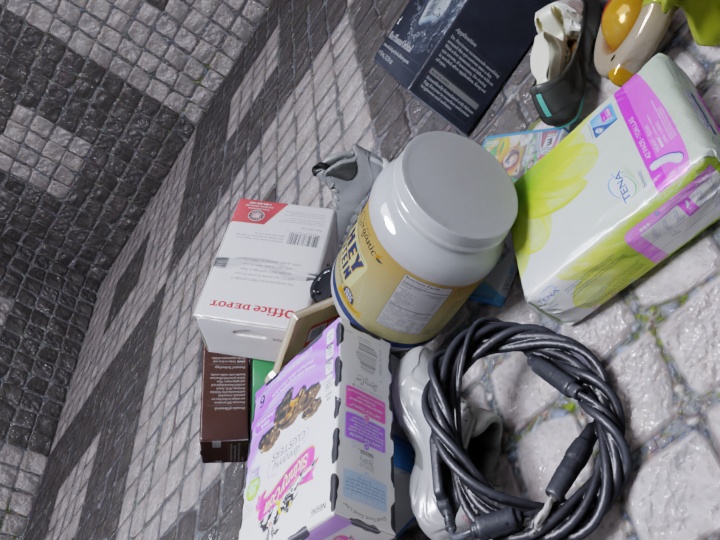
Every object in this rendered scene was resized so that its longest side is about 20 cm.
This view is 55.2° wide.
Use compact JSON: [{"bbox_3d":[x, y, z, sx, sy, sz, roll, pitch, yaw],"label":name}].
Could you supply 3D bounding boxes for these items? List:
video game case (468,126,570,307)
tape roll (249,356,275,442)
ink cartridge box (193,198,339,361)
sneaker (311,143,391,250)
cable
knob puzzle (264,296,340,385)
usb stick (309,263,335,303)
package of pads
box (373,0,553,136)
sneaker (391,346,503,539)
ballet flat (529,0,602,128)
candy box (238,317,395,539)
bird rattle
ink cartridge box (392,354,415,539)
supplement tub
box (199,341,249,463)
[{"bbox_3d":[0.152,-0.064,0.786,0.142,0.018,0.205,11,76,63],"label":"video game case"},{"bbox_3d":[-0.133,0.165,0.973,0.200,0.047,0.208,-179,90,-80],"label":"tape roll"},{"bbox_3d":[-0.116,0.013,0.908,0.084,0.142,0.204,86,-166,-51],"label":"ink cartridge box"},{"bbox_3d":[-0.043,-0.113,1.090,0.202,0.114,0.075,-55,27,15],"label":"sneaker"},{"bbox_3d":[0.130,0.116,0.564,0.159,0.051,0.204,-17,46,21],"label":"cable"},{"bbox_3d":[-0.041,0.093,0.837,0.030,0.218,0.222,43,108,26],"label":"knob puzzle"},{"bbox_3d":[0.000,0.000,0.864,0.056,0.033,0.199,-55,-15,25],"label":"usb stick"},{"bbox_3d":[0.220,-0.065,0.603,0.200,0.067,0.157,-45,30,36],"label":"package of pads"},{"bbox_3d":[0.134,-0.328,0.958,0.202,0.116,0.198,-54,27,15],"label":"box"},{"bbox_3d":[0.091,0.149,0.656,0.099,0.077,0.203,-39,41,26],"label":"sneaker"},{"bbox_3d":[0.222,-0.250,0.752,0.067,0.068,0.204,-23,41,47],"label":"ballet flat"},{"bbox_3d":[-0.044,0.180,0.673,0.167,0.070,0.204,-42,33,35],"label":"candy box"},{"bbox_3d":[0.272,-0.272,0.671,0.203,0.110,0.166,-94,23,-52],"label":"bird rattle"},{"bbox_3d":[-0.004,0.195,0.762,0.146,0.083,0.202,-52,29,21],"label":"ink cartridge box"},{"bbox_3d":[0.060,-0.024,0.697,0.201,0.140,0.148,120,161,-50],"label":"supplement tub"},{"bbox_3d":[-0.197,0.166,1.010,0.101,0.072,0.205,109,161,-58],"label":"box"}]
